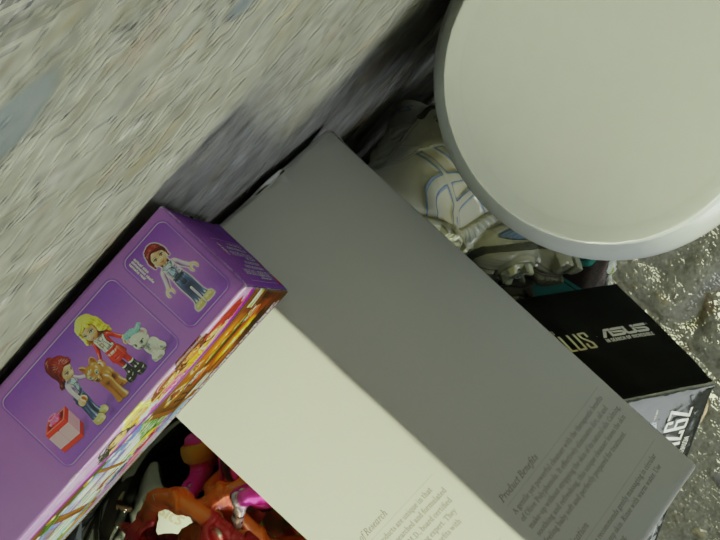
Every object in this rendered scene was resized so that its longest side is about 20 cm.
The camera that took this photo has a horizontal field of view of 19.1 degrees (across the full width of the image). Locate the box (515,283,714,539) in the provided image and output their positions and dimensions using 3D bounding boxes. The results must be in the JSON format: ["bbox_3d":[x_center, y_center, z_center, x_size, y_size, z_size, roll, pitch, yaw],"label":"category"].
[{"bbox_3d":[0.058,0.120,1.033,0.163,0.086,0.201,-9,128,-32],"label":"box"}]

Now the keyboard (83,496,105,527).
[{"bbox_3d":[-0.146,0.121,1.034,0.127,0.021,0.200,-47,176,-27],"label":"keyboard"}]

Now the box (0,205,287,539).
[{"bbox_3d":[-0.108,0.068,0.708,0.200,0.039,0.137,-48,176,2],"label":"box"}]

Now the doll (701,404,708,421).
[{"bbox_3d":[0.089,0.090,1.133,0.199,0.049,0.137,-13,147,-30],"label":"doll"}]

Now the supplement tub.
[{"bbox_3d":[0.107,-0.082,0.892,0.146,0.145,0.200,-48,177,11],"label":"supplement tub"}]

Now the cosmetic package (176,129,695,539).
[{"bbox_3d":[0.019,0.055,0.832,0.108,0.200,0.085,-41,172,-49],"label":"cosmetic package"}]

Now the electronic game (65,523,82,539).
[{"bbox_3d":[-0.176,0.173,0.856,0.200,0.042,0.200,-50,-170,12],"label":"electronic game"}]

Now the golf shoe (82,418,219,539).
[{"bbox_3d":[-0.111,0.142,1.029,0.095,0.077,0.201,108,8,-63],"label":"golf shoe"}]

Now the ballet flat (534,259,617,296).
[{"bbox_3d":[0.109,-0.019,1.092,0.064,0.075,0.201,-48,168,-44],"label":"ballet flat"}]

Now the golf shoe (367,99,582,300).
[{"bbox_3d":[0.017,-0.033,0.983,0.078,0.098,0.199,-30,160,29],"label":"golf shoe"}]

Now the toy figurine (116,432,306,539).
[{"bbox_3d":[-0.061,0.149,0.894,0.149,0.202,0.184,-3,-163,37],"label":"toy figurine"}]

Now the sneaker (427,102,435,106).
[{"bbox_3d":[0.000,0.000,1.055,0.201,0.083,0.121,-63,169,-2],"label":"sneaker"}]
